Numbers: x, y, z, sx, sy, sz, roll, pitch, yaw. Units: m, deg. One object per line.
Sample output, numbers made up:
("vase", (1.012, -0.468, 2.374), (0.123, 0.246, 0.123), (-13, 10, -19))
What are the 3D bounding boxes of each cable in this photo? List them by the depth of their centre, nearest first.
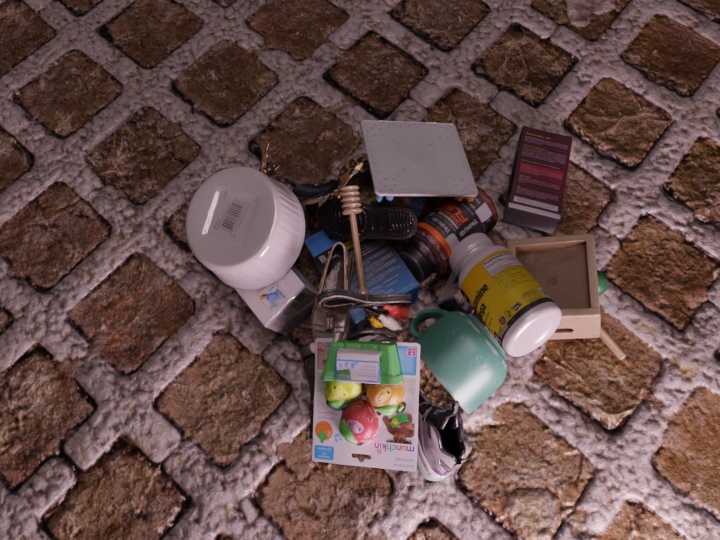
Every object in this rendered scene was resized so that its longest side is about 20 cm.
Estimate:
("cable", (0.019, 0.064, 1.171), (0.096, 0.198, 0.051), (-29, 62, 33))

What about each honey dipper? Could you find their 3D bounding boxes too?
("honey dipper", (-0.006, -0.049, 1.239), (0.037, 0.038, 0.205), (-9, 87, -5))

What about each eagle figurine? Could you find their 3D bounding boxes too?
("eagle figurine", (-0.133, -0.120, 1.294), (0.198, 0.154, 0.151), (30, 50, 25))

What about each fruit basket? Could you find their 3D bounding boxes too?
("fruit basket", (0.005, 0.215, 1.122), (0.181, 0.094, 0.206), (2, 82, 17))

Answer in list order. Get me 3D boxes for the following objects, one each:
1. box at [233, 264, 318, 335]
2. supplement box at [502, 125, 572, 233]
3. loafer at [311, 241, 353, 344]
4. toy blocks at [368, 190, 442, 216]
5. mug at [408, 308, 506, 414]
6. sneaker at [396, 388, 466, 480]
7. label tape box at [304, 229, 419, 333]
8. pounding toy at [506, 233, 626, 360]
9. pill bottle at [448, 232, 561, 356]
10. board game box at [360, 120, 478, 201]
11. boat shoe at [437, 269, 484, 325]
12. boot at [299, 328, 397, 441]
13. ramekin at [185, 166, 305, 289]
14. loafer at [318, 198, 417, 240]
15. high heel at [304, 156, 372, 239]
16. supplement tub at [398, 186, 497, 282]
("box", (-0.178, 0.005, 1.267), (0.101, 0.112, 0.200), (-43, 71, 2))
("supplement box", (0.359, -0.186, 1.402), (0.106, 0.061, 0.204), (14, 66, 6))
("loafer", (-0.050, 0.046, 1.216), (0.070, 0.063, 0.204), (4, 64, 6))
("toy blocks", (0.114, -0.168, 1.375), (0.135, 0.101, 0.202), (28, 50, 5))
("mug", (0.166, 0.134, 1.178), (0.114, 0.152, 0.186), (-40, 84, 2))
("sneaker", (0.117, 0.234, 1.145), (0.077, 0.140, 0.203), (-18, 70, -34))
("label tape box", (0.000, 0.000, 1.309), (0.142, 0.064, 0.202), (-28, 64, -13))
("pounding toy", (0.373, 0.053, 1.256), (0.195, 0.143, 0.188), (-4, 62, 17))
("pill bottle", (0.236, 0.035, 1.166), (0.111, 0.114, 0.201), (-26, 54, -12))
("board game box", (0.106, -0.207, 1.313), (0.195, 0.026, 0.203), (-1, 51, -12))
("boat shoe", (0.217, 0.031, 1.302), (0.093, 0.074, 0.201), (49, 52, -16))
("boot", (-0.014, 0.205, 1.218), (0.195, 0.069, 0.178), (-13, 70, -2))
("ramekin", (-0.201, -0.077, 1.181), (0.195, 0.098, 0.206), (-4, 77, 15))
("loafer", (0.016, -0.088, 1.290), (0.195, 0.071, 0.075), (11, 94, 17))
("high heel", (-0.015, -0.141, 1.368), (0.196, 0.072, 0.145), (-22, 58, 8))
("supplement tub", (0.164, -0.068, 1.319), (0.107, 0.108, 0.199), (42, 70, 18))
